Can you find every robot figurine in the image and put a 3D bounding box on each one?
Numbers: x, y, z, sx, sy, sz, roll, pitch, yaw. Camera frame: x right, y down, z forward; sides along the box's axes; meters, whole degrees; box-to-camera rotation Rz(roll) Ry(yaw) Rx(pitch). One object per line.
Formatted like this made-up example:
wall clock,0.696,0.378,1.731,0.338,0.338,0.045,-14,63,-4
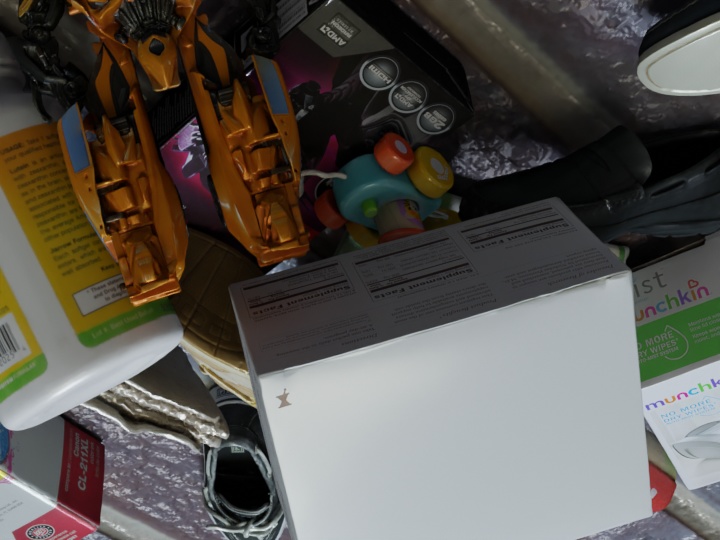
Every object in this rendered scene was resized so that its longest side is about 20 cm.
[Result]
robot figurine,-0.098,-0.093,0.651,0.143,0.203,0.058,-17,177,-10

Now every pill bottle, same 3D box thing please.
pill bottle,-0.189,-0.026,0.695,0.110,0.202,0.111,-28,176,-2

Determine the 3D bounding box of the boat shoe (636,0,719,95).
boat shoe,0.242,-0.161,0.696,0.199,0.063,0.075,-25,149,31

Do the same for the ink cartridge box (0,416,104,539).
ink cartridge box,-0.310,0.144,0.937,0.145,0.083,0.200,-28,131,22

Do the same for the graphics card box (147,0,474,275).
graphics card box,-0.045,-0.083,0.757,0.199,0.051,0.125,-36,130,26

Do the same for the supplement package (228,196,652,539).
supplement package,0.044,0.072,0.698,0.197,0.111,0.158,-15,116,-7

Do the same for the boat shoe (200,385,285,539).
boat shoe,-0.091,0.177,1.004,0.072,0.069,0.201,0,136,-5

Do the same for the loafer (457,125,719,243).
loafer,0.150,-0.055,0.778,0.198,0.068,0.071,-8,123,-25

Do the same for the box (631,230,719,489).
box,0.290,0.049,0.883,0.198,0.098,0.177,-21,142,15

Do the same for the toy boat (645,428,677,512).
toy boat,0.144,0.164,0.932,0.129,0.132,0.199,6,163,38

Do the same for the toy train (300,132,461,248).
toy train,0.000,0.000,0.785,0.148,0.056,0.201,-17,149,-1

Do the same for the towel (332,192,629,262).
towel,0.073,0.012,0.887,0.198,0.024,0.153,16,131,-18

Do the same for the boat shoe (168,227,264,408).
boat shoe,-0.071,0.047,0.783,0.199,0.074,0.069,36,145,-8

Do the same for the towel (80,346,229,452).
towel,-0.182,0.051,0.826,0.199,0.132,0.035,31,96,-31
